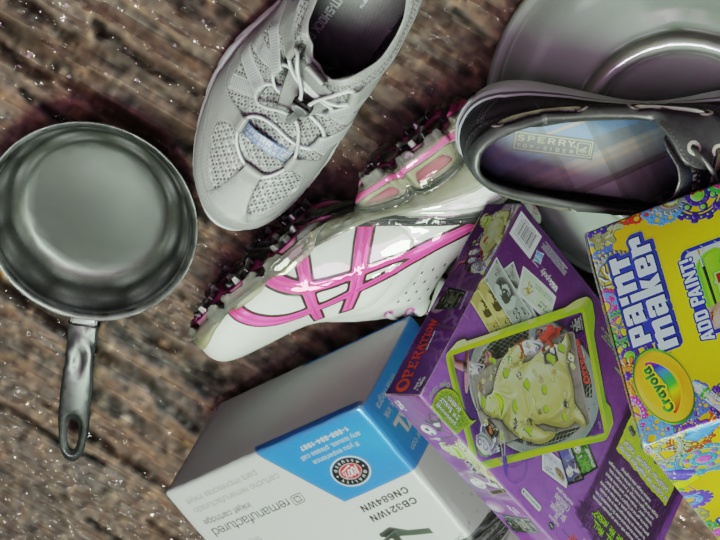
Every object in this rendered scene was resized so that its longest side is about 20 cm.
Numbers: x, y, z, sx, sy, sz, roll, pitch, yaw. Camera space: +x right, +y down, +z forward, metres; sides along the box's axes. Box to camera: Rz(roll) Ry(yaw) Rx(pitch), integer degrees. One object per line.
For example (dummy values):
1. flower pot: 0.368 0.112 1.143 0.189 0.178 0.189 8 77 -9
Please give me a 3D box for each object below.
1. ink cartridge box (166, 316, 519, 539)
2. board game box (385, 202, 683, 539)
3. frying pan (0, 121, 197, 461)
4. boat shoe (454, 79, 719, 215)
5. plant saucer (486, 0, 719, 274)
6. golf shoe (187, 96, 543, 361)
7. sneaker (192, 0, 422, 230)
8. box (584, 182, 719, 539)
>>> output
1. ink cartridge box: 0.020 0.143 1.345 0.146 0.084 0.200 -27 111 35
2. board game box: 0.099 0.074 1.286 0.032 0.120 0.200 -4 139 42
3. frying pan: -0.131 0.005 1.354 0.115 0.031 0.190 -12 115 11
4. boat shoe: 0.145 -0.053 1.224 0.200 0.066 0.070 9 114 -2
5. plant saucer: 0.162 -0.073 1.281 0.200 0.050 0.200 2 114 5
6. golf shoe: 0.000 0.000 1.310 0.200 0.073 0.092 -33 103 22
7. sneaker: -0.029 -0.101 1.270 0.075 0.082 0.200 28 113 -6
8. box: 0.238 0.040 1.229 0.192 0.122 0.200 -21 149 13
